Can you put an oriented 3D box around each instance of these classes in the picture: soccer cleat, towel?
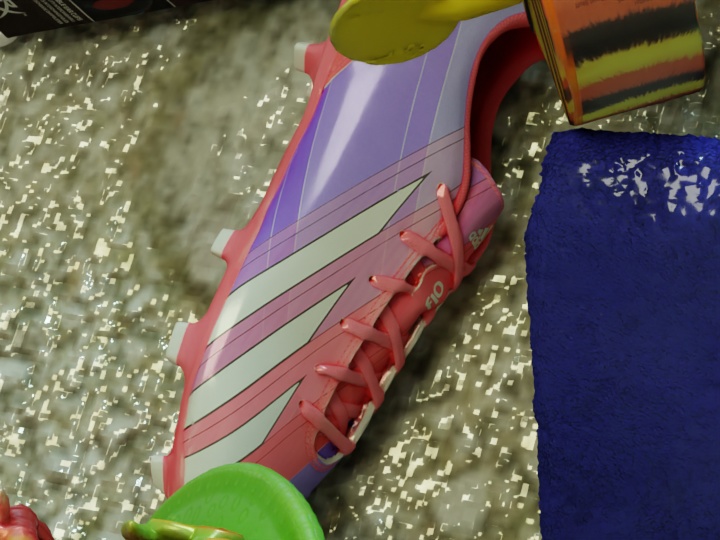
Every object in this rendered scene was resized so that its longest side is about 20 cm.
[{"bbox_3d":[0.000,0.000,0.753,0.076,0.067,0.201,16,76,16],"label":"soccer cleat"},{"bbox_3d":[0.139,0.041,0.633,0.199,0.050,0.149,8,114,27],"label":"towel"}]

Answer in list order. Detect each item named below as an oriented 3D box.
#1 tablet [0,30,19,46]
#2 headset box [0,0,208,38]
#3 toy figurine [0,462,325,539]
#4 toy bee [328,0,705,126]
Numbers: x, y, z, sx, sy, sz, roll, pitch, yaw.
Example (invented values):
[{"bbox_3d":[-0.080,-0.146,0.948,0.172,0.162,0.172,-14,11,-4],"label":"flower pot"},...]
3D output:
[{"bbox_3d":[-0.113,-0.183,0.922,0.130,0.014,0.201,28,83,33],"label":"tablet"},{"bbox_3d":[-0.038,-0.169,0.830,0.199,0.075,0.150,-9,67,19],"label":"headset box"},{"bbox_3d":[-0.106,0.092,0.612,0.200,0.183,0.151,-20,56,56],"label":"toy figurine"},{"bbox_3d":[0.065,-0.092,0.696,0.130,0.109,0.201,-3,41,20],"label":"toy bee"}]
